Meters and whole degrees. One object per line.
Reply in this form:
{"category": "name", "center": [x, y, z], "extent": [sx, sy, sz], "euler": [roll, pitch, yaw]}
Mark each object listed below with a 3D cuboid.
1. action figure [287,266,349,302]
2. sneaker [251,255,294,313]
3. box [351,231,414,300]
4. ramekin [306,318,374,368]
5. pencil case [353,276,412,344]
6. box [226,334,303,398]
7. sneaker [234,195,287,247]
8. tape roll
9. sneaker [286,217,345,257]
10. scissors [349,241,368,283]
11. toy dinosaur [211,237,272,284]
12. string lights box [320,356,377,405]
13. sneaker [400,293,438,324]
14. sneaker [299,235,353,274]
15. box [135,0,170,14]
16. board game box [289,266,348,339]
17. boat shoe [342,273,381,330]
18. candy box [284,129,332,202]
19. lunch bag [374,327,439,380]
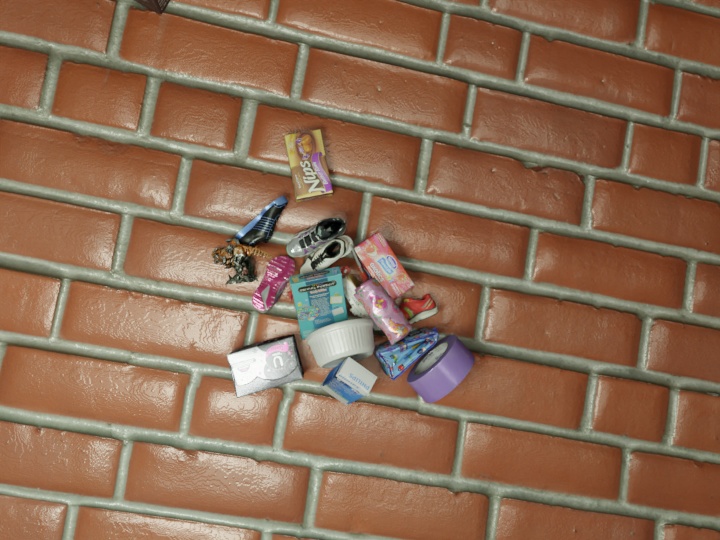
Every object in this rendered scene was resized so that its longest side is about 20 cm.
{"category": "action figure", "center": [-0.121, 0.041, 1.588], "extent": [0.199, 0.066, 0.052], "euler": [-31, 57, 2]}
{"category": "sneaker", "center": [-0.266, 0.043, 1.580], "extent": [0.081, 0.088, 0.201], "euler": [32, 61, -1]}
{"category": "box", "center": [0.066, -0.008, 1.610], "extent": [0.099, 0.095, 0.201], "euler": [-33, 90, -8]}
{"category": "ramekin", "center": [-0.050, 0.215, 1.523], "extent": [0.200, 0.203, 0.095], "euler": [-14, 72, -7]}
{"category": "pencil case", "center": [0.064, 0.115, 1.530], "extent": [0.087, 0.087, 0.200], "euler": [-39, 86, -7]}
{"category": "box", "center": [-0.276, 0.276, 1.545], "extent": [0.198, 0.115, 0.134], "euler": [-15, 89, -7]}
{"category": "sneaker", "center": [-0.285, -0.138, 1.596], "extent": [0.200, 0.070, 0.078], "euler": [-43, 94, 0]}
{"category": "tape roll", "center": [0.236, 0.290, 1.558], "extent": [0.200, 0.200, 0.085], "euler": [-43, 93, -7]}
{"category": "sneaker", "center": [-0.133, -0.108, 1.571], "extent": [0.199, 0.140, 0.078], "euler": [-30, 89, -8]}
{"category": "scissors", "center": [0.000, 0.000, 1.595], "extent": [0.014, 0.073, 0.201], "euler": [-34, 106, -16]}
{"category": "toy dinosaur", "center": [-0.355, -0.030, 1.545], "extent": [0.102, 0.199, 0.137], "euler": [-5, 90, -45]}
{"category": "string lights box", "center": [-0.038, 0.325, 1.523], "extent": [0.102, 0.200, 0.059], "euler": [36, 60, -3]}
{"category": "sneaker", "center": [0.142, 0.128, 1.625], "extent": [0.198, 0.077, 0.086], "euler": [-19, 81, -21]}
{"category": "sneaker", "center": [-0.115, -0.038, 1.575], "extent": [0.200, 0.080, 0.074], "euler": [-39, 83, 19]}
{"category": "box", "center": [-0.640, -0.902, 1.535], "extent": [0.163, 0.200, 0.167], "euler": [29, 84, -4]}
{"category": "board game box", "center": [-0.119, 0.097, 1.556], "extent": [0.149, 0.047, 0.202], "euler": [-11, 122, -8]}
{"category": "boat shoe", "center": [-0.002, 0.107, 1.616], "extent": [0.069, 0.071, 0.201], "euler": [-31, 99, 19]}
{"category": "candy box", "center": [-0.161, -0.322, 1.625], "extent": [0.115, 0.056, 0.202], "euler": [-10, 86, -7]}
{"category": "lunch bag", "center": [0.148, 0.232, 1.576], "extent": [0.199, 0.151, 0.095], "euler": [-29, 90, -7]}
